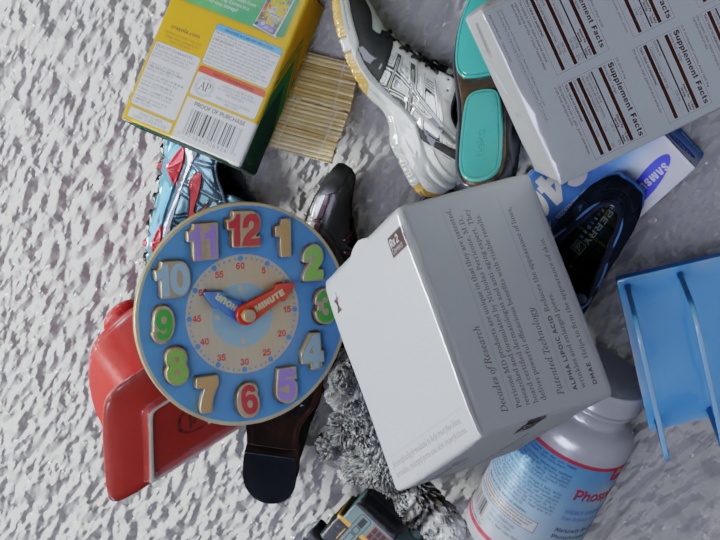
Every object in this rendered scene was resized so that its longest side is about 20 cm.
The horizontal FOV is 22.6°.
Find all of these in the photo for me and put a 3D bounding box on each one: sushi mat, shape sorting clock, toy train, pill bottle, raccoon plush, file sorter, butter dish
[{"bbox_3d":[-0.101,-0.167,1.664,0.198,0.012,0.097,16,79,15],"label":"sushi mat"},{"bbox_3d":[-0.105,0.039,1.607,0.198,0.039,0.203,-2,95,-20],"label":"shape sorting clock"},{"bbox_3d":[0.036,0.303,1.770,0.200,0.085,0.114,43,110,4],"label":"toy train"},{"bbox_3d":[0.181,0.170,1.638,0.108,0.109,0.201,30,118,11],"label":"pill bottle"},{"bbox_3d":[0.043,0.149,1.672,0.199,0.097,0.135,33,147,13],"label":"raccoon plush"},{"bbox_3d":[0.327,0.064,1.495,0.198,0.123,0.140,-13,104,7],"label":"file sorter"},{"bbox_3d":[-0.190,0.087,1.720,0.148,0.198,0.201,46,152,26],"label":"butter dish"}]

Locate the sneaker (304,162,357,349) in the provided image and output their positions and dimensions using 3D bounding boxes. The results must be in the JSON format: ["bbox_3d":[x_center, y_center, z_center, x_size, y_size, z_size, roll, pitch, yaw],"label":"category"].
[{"bbox_3d":[0.000,0.000,1.684,0.114,0.076,0.201,21,126,10],"label":"sneaker"}]

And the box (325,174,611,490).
[{"bbox_3d":[0.084,0.055,1.513,0.202,0.130,0.199,70,156,12],"label":"box"}]

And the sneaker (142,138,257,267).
[{"bbox_3d":[-0.148,-0.058,1.718,0.095,0.079,0.202,17,115,15],"label":"sneaker"}]

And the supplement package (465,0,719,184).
[{"bbox_3d":[0.205,-0.180,1.415,0.198,0.191,0.148,-26,96,2],"label":"supplement package"}]

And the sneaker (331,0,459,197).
[{"bbox_3d":[0.048,-0.170,1.605,0.087,0.076,0.201,-27,100,14],"label":"sneaker"}]

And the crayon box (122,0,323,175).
[{"bbox_3d":[-0.117,-0.203,1.635,0.125,0.052,0.202,22,89,15],"label":"crayon box"}]

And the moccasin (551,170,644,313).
[{"bbox_3d":[0.170,0.000,1.554,0.080,0.068,0.201,30,119,9],"label":"moccasin"}]

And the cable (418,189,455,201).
[{"bbox_3d":[0.075,0.024,1.677,0.096,0.050,0.202,-12,94,21],"label":"cable"}]

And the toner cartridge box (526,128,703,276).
[{"bbox_3d":[0.196,-0.067,1.582,0.095,0.043,0.200,46,120,0],"label":"toner cartridge box"}]

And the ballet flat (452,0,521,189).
[{"bbox_3d":[0.116,-0.155,1.560,0.072,0.073,0.202,-3,72,24],"label":"ballet flat"}]

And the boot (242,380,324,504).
[{"bbox_3d":[-0.072,0.114,1.728,0.074,0.097,0.202,14,117,0],"label":"boot"}]
